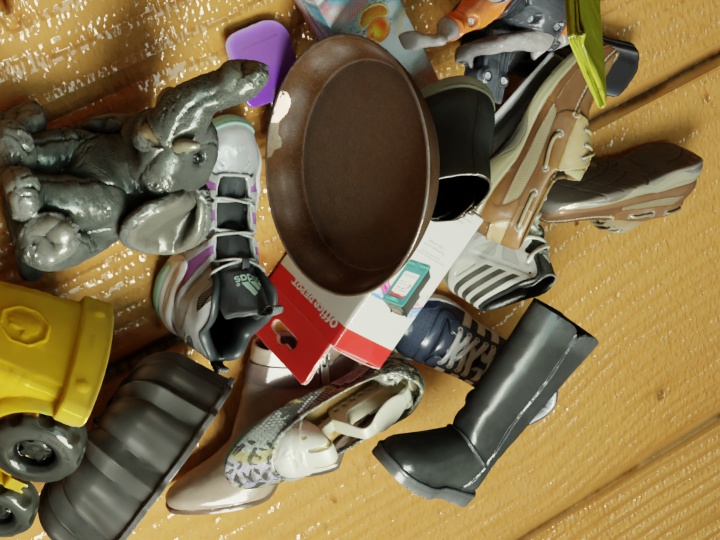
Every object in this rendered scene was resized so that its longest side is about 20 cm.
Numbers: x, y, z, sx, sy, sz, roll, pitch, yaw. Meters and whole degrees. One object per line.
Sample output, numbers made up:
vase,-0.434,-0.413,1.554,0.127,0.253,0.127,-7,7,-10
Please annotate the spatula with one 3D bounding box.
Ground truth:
spatula,-0.068,-0.113,1.225,0.056,0.021,0.200,-29,133,-23

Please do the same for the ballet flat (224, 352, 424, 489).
ballet flat,-0.026,0.137,1.304,0.200,0.072,0.072,-30,131,-19

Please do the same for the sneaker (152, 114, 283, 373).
sneaker,-0.098,-0.012,1.187,0.078,0.140,0.201,-5,121,-32

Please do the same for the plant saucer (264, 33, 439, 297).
plant saucer,-0.003,-0.080,1.138,0.034,0.200,0.201,-4,120,-40

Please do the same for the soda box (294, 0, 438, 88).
soda box,0.008,-0.182,1.201,0.064,0.068,0.200,-38,133,-6

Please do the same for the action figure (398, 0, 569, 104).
action figure,0.116,-0.197,1.199,0.193,0.104,0.201,0,96,-51

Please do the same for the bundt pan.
bundt pan,-0.192,0.149,1.209,0.076,0.202,0.202,36,95,-6

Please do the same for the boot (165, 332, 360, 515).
boot,-0.088,0.131,1.345,0.199,0.070,0.147,-15,119,-28

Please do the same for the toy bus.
toy bus,-0.305,0.092,1.118,0.192,0.136,0.200,23,130,-21

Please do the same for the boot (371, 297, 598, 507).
boot,0.114,0.113,1.329,0.200,0.066,0.165,-50,151,8

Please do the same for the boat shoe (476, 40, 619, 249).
boat shoe,0.168,-0.106,1.292,0.200,0.074,0.076,-55,168,6

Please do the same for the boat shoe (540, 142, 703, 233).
boat shoe,0.251,-0.069,1.442,0.199,0.076,0.072,-12,126,-26

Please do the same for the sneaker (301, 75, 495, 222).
sneaker,0.019,-0.071,1.179,0.200,0.106,0.075,-29,130,32

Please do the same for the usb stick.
usb stick,0.174,-0.196,1.335,0.199,0.033,0.056,6,121,-37

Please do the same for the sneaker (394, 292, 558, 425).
sneaker,0.112,0.088,1.419,0.200,0.108,0.070,26,101,-42

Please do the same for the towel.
towel,0.189,-0.234,1.230,0.018,0.201,0.086,-14,138,22

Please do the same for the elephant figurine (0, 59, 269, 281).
elephant figurine,-0.166,-0.072,1.101,0.199,0.155,0.142,-16,104,-16

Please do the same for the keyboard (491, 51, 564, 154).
keyboard,0.110,-0.115,1.320,0.200,0.011,0.056,-49,158,14

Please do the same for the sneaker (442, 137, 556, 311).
sneaker,0.158,-0.046,1.352,0.201,0.115,0.076,-51,152,8

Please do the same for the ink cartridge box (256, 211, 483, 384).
ink cartridge box,0.000,0.000,1.281,0.067,0.116,0.200,28,101,-43
